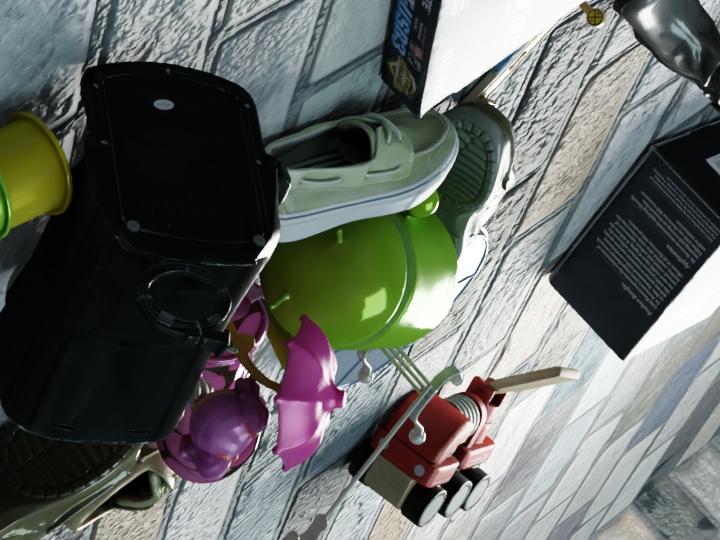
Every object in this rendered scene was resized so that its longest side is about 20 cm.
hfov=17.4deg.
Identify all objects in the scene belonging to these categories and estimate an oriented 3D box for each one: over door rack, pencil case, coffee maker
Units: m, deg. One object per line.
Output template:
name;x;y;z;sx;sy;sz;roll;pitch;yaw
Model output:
over door rack;-0.025;0.102;1.870;0.200;0.148;0.067;-48;157;15
pencil case;-0.107;0.073;1.712;0.093;0.091;0.200;-25;157;-17
coffee maker;-0.136;0.012;1.338;0.200;0.134;0.193;120;-10;-45

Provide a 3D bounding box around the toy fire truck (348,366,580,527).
toy fire truck;0.110;0.154;2.385;0.201;0.128;0.176;-61;158;16

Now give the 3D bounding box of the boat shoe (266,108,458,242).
boat shoe;0.001;-0.076;1.628;0.199;0.072;0.062;-27;152;-41

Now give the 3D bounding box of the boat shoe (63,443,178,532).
boat shoe;-0.174;0.155;1.794;0.072;0.065;0.200;-51;162;25

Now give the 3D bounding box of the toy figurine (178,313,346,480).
toy figurine;-0.102;0.059;1.518;0.200;0.184;0.150;-44;163;6

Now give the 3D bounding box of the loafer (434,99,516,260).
loafer;0.082;-0.081;1.822;0.070;0.075;0.200;-48;172;-25

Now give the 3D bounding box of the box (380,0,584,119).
box;0.108;-0.215;1.573;0.198;0.050;0.200;-38;162;-21

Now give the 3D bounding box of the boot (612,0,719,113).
boot;0.278;-0.181;1.898;0.070;0.132;0.200;-44;164;8

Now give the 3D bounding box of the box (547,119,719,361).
box;0.327;-0.036;2.391;0.199;0.124;0.197;-21;155;-51

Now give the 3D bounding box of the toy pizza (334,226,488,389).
toy pizza;0.029;0.026;2.008;0.200;0.032;0.200;-38;163;-14

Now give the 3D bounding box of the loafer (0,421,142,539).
loafer;-0.237;0.152;1.641;0.199;0.076;0.068;-30;163;-8

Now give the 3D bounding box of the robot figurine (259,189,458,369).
robot figurine;0.000;0.000;1.727;0.176;0.116;0.200;-50;162;15

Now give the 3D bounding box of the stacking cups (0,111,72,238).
stacking cups;-0.245;-0.017;1.223;0.199;0.061;0.061;-31;160;-33

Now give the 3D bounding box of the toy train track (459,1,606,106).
toy train track;0.153;-0.184;1.777;0.200;0.033;0.115;-46;163;13
